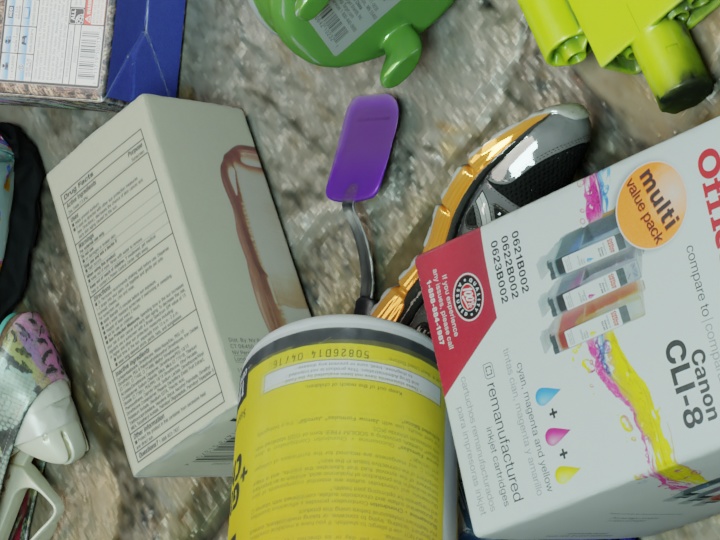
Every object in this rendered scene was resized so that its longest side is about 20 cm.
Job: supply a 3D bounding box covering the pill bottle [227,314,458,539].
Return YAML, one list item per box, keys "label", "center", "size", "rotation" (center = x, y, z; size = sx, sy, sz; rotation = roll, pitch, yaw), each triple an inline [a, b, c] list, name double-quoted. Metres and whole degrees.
- label: "pill bottle"
  center: [-0.008, 0.130, 1.157]
  size: [0.112, 0.112, 0.201]
  rotation: [-30, 44, 38]

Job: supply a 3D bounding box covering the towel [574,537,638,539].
- label: "towel"
  center: [0.079, 0.214, 1.255]
  size: [0.200, 0.049, 0.148]
  rotation: [-48, 57, 29]

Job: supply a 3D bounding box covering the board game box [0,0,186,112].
- label: "board game box"
  center: [-0.215, -0.183, 1.498]
  size: [0.199, 0.097, 0.161]
  rotation: [6, 90, 22]

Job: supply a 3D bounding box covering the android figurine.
- label: "android figurine"
  center: [0.147, -0.187, 1.238]
  size: [0.182, 0.041, 0.201]
  rotation: [-38, 63, 35]

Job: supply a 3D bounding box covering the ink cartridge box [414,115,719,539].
- label: "ink cartridge box"
  center: [0.155, 0.031, 1.136]
  size: [0.199, 0.144, 0.146]
  rotation: [-26, 68, 38]

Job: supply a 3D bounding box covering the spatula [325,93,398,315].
- label: "spatula"
  center: [0.000, 0.000, 1.370]
  size: [0.056, 0.020, 0.201]
  rotation: [-1, 87, 56]

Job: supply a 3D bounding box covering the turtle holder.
- label: "turtle holder"
  center: [0.003, -0.207, 1.308]
  size: [0.132, 0.140, 0.186]
  rotation: [47, 118, 37]

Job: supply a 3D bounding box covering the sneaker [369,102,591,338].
- label: "sneaker"
  center: [0.072, 0.000, 1.275]
  size: [0.077, 0.078, 0.201]
  rotation: [41, 118, 23]

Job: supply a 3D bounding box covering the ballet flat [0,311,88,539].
- label: "ballet flat"
  center: [-0.214, 0.126, 1.540]
  size: [0.071, 0.069, 0.201]
  rotation: [25, 108, 24]

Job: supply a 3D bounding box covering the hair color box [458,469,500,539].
- label: "hair color box"
  center: [0.008, 0.177, 1.272]
  size: [0.200, 0.060, 0.100]
  rotation: [-51, 32, 23]

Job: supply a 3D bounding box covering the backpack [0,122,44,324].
- label: "backpack"
  center: [-0.303, -0.033, 1.540]
  size: [0.126, 0.199, 0.168]
  rotation: [12, 93, 43]

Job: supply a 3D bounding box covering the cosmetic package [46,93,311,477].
- label: "cosmetic package"
  center: [-0.099, 0.010, 1.419]
  size: [0.103, 0.087, 0.201]
  rotation: [-34, 64, 37]
